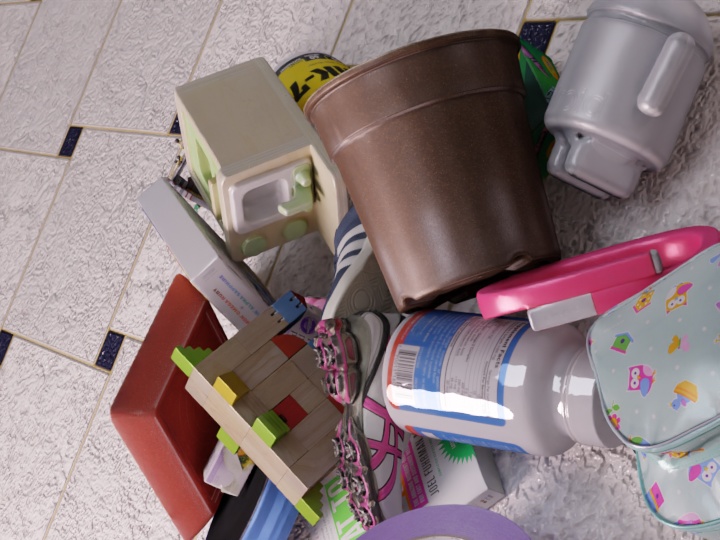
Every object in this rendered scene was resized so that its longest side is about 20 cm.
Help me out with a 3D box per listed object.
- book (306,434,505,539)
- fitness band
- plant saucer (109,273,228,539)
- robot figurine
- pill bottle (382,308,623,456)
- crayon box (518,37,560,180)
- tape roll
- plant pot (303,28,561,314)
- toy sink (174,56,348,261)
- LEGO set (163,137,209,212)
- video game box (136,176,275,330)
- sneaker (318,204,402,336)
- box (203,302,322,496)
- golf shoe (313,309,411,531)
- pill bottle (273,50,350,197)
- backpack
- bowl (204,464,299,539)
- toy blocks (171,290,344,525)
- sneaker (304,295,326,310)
[{"bbox_3d":[0.037,0.202,1.347,0.200,0.048,0.134,-41,42,25],"label":"book"},{"bbox_3d":[0.190,0.005,1.168,0.200,0.144,0.038,-15,96,16],"label":"fitness band"},{"bbox_3d":[-0.167,0.138,1.496,0.037,0.200,0.200,-4,41,22],"label":"plant saucer"},{"bbox_3d":[0.230,-0.162,1.256,0.200,0.113,0.170,-67,18,-5],"label":"robot figurine"},{"bbox_3d":[0.126,0.094,1.221,0.200,0.112,0.113,6,73,38],"label":"pill bottle"},{"bbox_3d":[0.118,-0.112,1.419,0.200,0.058,0.119,-45,40,26],"label":"crayon box"},{"bbox_3d":[0.058,0.282,1.163,0.200,0.066,0.200,-16,36,13],"label":"tape roll"},{"bbox_3d":[0.076,-0.078,1.279,0.200,0.200,0.199,-27,78,41],"label":"plant pot"},{"bbox_3d":[-0.104,-0.097,1.507,0.112,0.131,0.200,-23,54,-15],"label":"toy sink"},{"bbox_3d":[-0.160,-0.150,1.728,0.200,0.116,0.154,-56,19,15],"label":"LEGO set"},{"bbox_3d":[-0.145,0.007,1.579,0.047,0.182,0.200,-43,37,1],"label":"video game box"},{"bbox_3d":[0.000,0.000,1.384,0.084,0.075,0.200,-6,50,49],"label":"sneaker"},{"bbox_3d":[-0.093,0.124,1.440,0.200,0.039,0.041,-63,13,6],"label":"box"},{"bbox_3d":[0.021,0.134,1.294,0.073,0.092,0.201,-178,79,-69],"label":"golf shoe"},{"bbox_3d":[-0.022,-0.154,1.580,0.114,0.114,0.200,-58,36,9],"label":"pill bottle"},{"bbox_3d":[0.262,0.091,1.031,0.176,0.153,0.200,-35,52,29],"label":"backpack"},{"bbox_3d":[-0.104,0.233,1.446,0.201,0.039,0.201,-58,13,23],"label":"bowl"},{"bbox_3d":[-0.059,0.114,1.365,0.137,0.200,0.100,-39,-10,-30],"label":"toy blocks"},{"bbox_3d":[0.001,0.083,1.449,0.200,0.079,0.096,12,88,61],"label":"sneaker"}]
